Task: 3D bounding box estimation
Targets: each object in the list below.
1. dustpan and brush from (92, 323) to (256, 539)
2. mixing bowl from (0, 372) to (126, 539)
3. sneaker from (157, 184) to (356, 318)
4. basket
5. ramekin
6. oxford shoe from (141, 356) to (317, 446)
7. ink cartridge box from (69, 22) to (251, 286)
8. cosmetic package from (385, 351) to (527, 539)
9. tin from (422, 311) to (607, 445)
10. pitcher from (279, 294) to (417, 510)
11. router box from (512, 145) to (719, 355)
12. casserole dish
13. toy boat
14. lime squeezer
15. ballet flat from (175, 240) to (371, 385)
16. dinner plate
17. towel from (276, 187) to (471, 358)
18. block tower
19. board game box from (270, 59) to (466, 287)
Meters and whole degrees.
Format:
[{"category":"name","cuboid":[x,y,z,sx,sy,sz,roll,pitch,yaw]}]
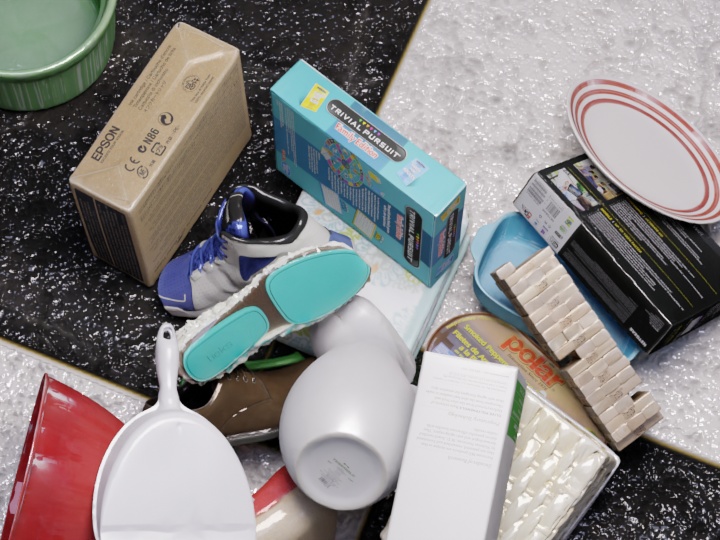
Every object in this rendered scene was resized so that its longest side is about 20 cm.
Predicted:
[{"category":"dustpan and brush","cuboid":[-0.160,0.141,1.499,0.139,0.057,0.201,2,79,-18]},{"category":"mixing bowl","cuboid":[-0.251,0.200,1.549,0.108,0.200,0.201,15,65,-11]},{"category":"sneaker","cuboid":[-0.114,-0.027,1.647,0.199,0.115,0.081,-12,50,28]},{"category":"basket","cuboid":[0.121,0.201,1.560,0.135,0.123,0.200,37,86,14]},{"category":"ramekin","cuboid":[-0.342,-0.261,1.791,0.199,0.098,0.201,1,66,-2]},{"category":"oxford shoe","cuboid":[-0.107,0.114,1.615,0.199,0.085,0.073,-21,25,-25]},{"category":"ink cartridge box","cuboid":[-0.188,-0.110,1.692,0.075,0.165,0.200,26,67,12]},{"category":"cosmetic package","cuboid":[0.077,0.177,1.455,0.084,0.108,0.201,9,83,11]},{"category":"tin","cuboid":[0.145,0.126,1.670,0.112,0.042,0.200,-42,74,-14]},{"category":"pitcher","cuboid":[0.013,0.135,1.554,0.171,0.121,0.200,40,26,-14]},{"category":"router box","cuboid":[0.264,-0.026,1.700,0.149,0.051,0.200,-21,65,-44]},{"category":"casserole dish","cuboid":[0.191,0.024,1.695,0.199,0.039,0.121,29,52,-1]},{"category":"toy boat","cuboid":[-0.122,0.232,1.568,0.199,0.131,0.131,-30,59,-15]},{"category":"lime squeezer","cuboid":[-0.147,0.127,1.666,0.200,0.038,0.071,-45,107,-19]},{"category":"ballet flat","cuboid":[-0.088,0.029,1.582,0.199,0.072,0.072,-30,70,-7]},{"category":"dinner plate","cuboid":[0.283,-0.116,1.746,0.199,0.024,0.201,21,40,-18]},{"category":"towel","cuboid":[0.000,0.000,1.717,0.170,0.048,0.201,21,67,11]},{"category":"block tower","cuboid":[0.200,0.068,1.617,0.058,0.054,0.200,-36,89,-5]},{"category":"board game box","cuboid":[0.006,-0.089,1.649,0.200,0.151,0.047,38,70,16]}]
